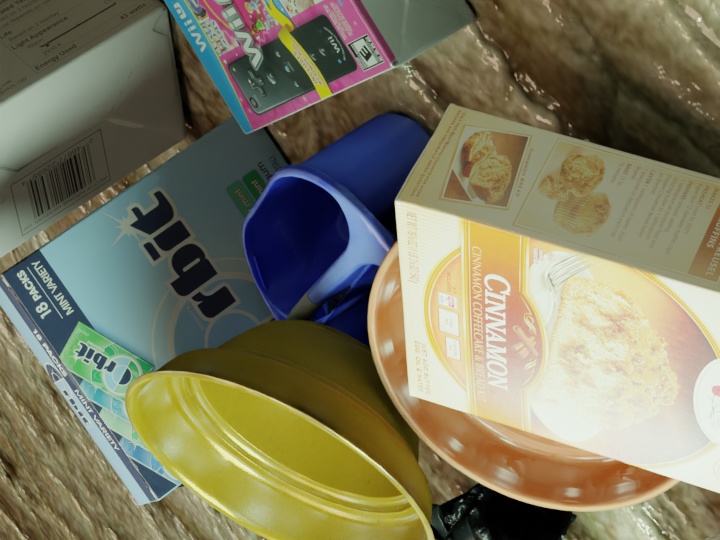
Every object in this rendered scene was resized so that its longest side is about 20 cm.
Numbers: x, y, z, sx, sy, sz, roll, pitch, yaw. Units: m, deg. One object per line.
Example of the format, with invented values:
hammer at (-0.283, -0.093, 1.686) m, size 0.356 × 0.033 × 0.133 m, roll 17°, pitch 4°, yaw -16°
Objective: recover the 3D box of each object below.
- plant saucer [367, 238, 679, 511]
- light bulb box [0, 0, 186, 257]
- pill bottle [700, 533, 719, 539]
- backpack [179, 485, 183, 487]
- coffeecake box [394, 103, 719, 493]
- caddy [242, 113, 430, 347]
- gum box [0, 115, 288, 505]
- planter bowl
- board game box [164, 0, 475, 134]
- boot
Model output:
plant saucer at (0.101, 0.041, 1.324) m, size 0.200 × 0.032 × 0.201 m, roll 13°, pitch 127°, yaw 17°
light bulb box at (-0.256, -0.133, 1.634) m, size 0.200 × 0.198 × 0.125 m, roll 39°, pitch 150°, yaw 33°
pill bottle at (0.228, 0.252, 1.360) m, size 0.114 × 0.114 × 0.200 m, roll 23°, pitch 141°, yaw 49°
backpack at (-0.162, 0.060, 1.817) m, size 0.163 × 0.153 × 0.200 m, roll 54°, pitch 144°, yaw 17°
coffeecake box at (0.124, 0.019, 1.203) m, size 0.199 × 0.073 × 0.154 m, roll 16°, pitch 142°, yaw 18°
caddy at (0.000, 0.000, 1.451) m, size 0.142 × 0.105 × 0.200 m, roll 52°, pitch 156°, yaw 7°
gum box at (-0.105, 0.021, 1.558) m, size 0.170 × 0.200 × 0.045 m, roll 55°, pitch 156°, yaw -5°
planter bowl at (-0.030, 0.087, 1.428) m, size 0.200 × 0.084 × 0.201 m, roll 23°, pitch 153°, yaw 12°
board game box at (-0.040, -0.166, 1.360) m, size 0.148 × 0.064 × 0.200 m, roll 58°, pitch 156°, yaw -7°
boot at (0.072, 0.170, 1.542) m, size 0.162 × 0.198 × 0.073 m, roll -39°, pitch 78°, yaw 36°
